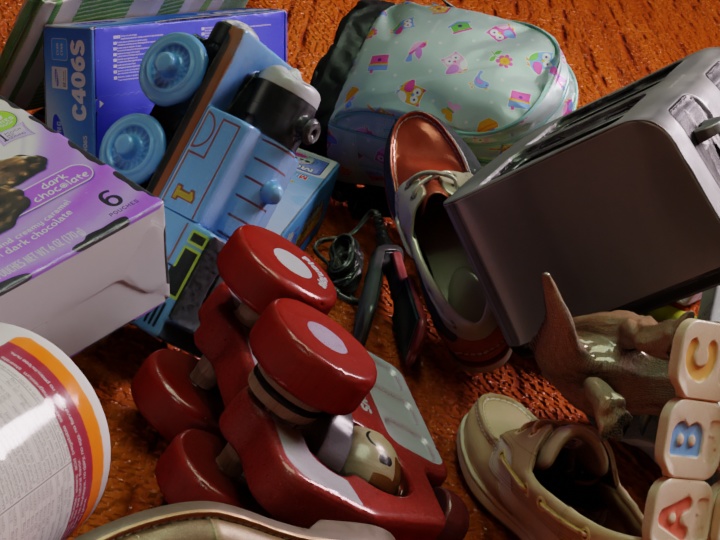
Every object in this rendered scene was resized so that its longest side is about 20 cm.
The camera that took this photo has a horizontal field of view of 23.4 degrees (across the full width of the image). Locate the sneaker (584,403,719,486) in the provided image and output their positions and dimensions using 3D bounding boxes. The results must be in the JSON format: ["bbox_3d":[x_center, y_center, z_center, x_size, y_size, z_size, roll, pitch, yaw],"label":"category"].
[{"bbox_3d":[0.215,0.111,1.051,0.080,0.071,0.200,18,21,-34],"label":"sneaker"}]

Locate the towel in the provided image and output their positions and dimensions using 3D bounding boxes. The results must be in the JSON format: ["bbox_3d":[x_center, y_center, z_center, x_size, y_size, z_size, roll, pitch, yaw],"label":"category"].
[{"bbox_3d":[-0.151,-0.167,1.150,0.199,0.153,0.023,-25,76,-36],"label":"towel"}]

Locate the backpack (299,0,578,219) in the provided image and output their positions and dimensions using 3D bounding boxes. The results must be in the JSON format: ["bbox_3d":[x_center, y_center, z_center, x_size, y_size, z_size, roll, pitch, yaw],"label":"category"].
[{"bbox_3d":[0.064,-0.119,1.290,0.198,0.168,0.127,15,-24,20],"label":"backpack"}]

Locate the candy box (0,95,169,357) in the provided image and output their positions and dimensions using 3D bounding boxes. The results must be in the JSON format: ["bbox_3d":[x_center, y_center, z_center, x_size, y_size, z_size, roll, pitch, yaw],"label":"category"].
[{"bbox_3d":[-0.231,-0.019,0.940,0.199,0.072,0.167,32,47,31],"label":"candy box"}]

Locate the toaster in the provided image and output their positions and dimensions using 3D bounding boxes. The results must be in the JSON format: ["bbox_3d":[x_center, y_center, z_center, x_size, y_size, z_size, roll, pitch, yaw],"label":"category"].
[{"bbox_3d":[0.164,-0.041,1.087,0.119,0.199,0.181,62,34,-6],"label":"toaster"}]

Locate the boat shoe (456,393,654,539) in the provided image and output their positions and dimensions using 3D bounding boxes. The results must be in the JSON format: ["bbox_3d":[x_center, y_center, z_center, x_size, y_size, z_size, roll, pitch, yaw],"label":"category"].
[{"bbox_3d":[0.113,0.117,0.955,0.073,0.070,0.200,7,25,-24],"label":"boat shoe"}]

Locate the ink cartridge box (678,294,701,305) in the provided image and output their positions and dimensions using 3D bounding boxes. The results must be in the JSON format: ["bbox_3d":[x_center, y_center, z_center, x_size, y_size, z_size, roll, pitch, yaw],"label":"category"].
[{"bbox_3d":[0.224,-0.036,1.304,0.116,0.068,0.200,38,12,12],"label":"ink cartridge box"}]

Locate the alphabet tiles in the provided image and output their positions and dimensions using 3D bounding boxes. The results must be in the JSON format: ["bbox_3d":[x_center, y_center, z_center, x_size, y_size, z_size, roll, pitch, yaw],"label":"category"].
[{"bbox_3d":[0.222,0.094,0.922,0.194,0.202,0.015,10,0,-42],"label":"alphabet tiles"}]

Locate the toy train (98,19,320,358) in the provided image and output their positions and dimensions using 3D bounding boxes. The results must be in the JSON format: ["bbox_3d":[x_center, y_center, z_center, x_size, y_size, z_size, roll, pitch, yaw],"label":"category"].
[{"bbox_3d":[-0.097,-0.049,1.027,0.114,0.201,0.087,27,-4,29],"label":"toy train"}]

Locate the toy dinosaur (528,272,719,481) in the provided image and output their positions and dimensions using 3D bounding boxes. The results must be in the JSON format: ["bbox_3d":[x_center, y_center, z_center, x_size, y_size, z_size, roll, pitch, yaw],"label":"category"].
[{"bbox_3d":[0.147,0.053,0.962,0.199,0.086,0.135,21,4,-30],"label":"toy dinosaur"}]

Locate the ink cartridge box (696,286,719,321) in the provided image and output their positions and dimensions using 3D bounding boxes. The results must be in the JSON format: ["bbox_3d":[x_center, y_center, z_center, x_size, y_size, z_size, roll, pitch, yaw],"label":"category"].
[{"bbox_3d":[0.319,0.036,1.187,0.172,0.044,0.201,18,63,0],"label":"ink cartridge box"}]

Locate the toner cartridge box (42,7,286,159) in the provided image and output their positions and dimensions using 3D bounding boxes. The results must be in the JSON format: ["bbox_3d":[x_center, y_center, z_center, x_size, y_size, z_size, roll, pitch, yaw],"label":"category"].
[{"bbox_3d":[-0.122,-0.118,1.129,0.043,0.096,0.199,7,13,33],"label":"toner cartridge box"}]

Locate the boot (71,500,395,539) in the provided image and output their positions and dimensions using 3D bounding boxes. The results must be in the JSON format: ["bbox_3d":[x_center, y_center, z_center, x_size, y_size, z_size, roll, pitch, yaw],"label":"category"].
[{"bbox_3d":[-0.052,0.152,0.760,0.198,0.074,0.076,6,35,-33],"label":"boot"}]

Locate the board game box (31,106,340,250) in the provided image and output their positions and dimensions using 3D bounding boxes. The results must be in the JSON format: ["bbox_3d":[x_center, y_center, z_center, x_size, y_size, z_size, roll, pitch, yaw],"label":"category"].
[{"bbox_3d":[-0.133,-0.055,1.184,0.198,0.056,0.196,20,23,6],"label":"board game box"}]

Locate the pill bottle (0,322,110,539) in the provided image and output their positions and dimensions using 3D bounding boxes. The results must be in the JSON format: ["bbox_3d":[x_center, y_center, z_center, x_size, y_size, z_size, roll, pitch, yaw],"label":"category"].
[{"bbox_3d":[-0.193,0.101,0.710,0.109,0.110,0.200,23,23,13],"label":"pill bottle"}]

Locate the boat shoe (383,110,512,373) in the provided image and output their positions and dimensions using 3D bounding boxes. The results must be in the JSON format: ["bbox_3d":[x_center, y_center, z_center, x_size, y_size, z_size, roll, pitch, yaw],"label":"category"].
[{"bbox_3d":[0.057,-0.030,1.152,0.071,0.063,0.201,-18,59,5],"label":"boat shoe"}]

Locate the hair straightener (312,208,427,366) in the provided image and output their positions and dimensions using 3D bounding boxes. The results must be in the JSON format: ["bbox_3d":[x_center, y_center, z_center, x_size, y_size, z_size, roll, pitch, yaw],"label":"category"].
[{"bbox_3d":[0.000,0.000,1.174,0.076,0.041,0.200,14,25,-9],"label":"hair straightener"}]

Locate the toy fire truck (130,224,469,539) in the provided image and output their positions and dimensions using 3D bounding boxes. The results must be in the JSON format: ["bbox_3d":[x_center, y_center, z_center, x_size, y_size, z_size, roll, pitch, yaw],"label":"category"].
[{"bbox_3d":[-0.018,0.079,0.916,0.167,0.112,0.200,28,17,-28],"label":"toy fire truck"}]

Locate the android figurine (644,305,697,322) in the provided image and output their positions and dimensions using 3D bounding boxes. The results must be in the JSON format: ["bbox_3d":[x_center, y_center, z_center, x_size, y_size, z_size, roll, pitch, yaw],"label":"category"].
[{"bbox_3d":[0.143,0.017,1.251,0.199,0.041,0.182,25,23,12],"label":"android figurine"}]
